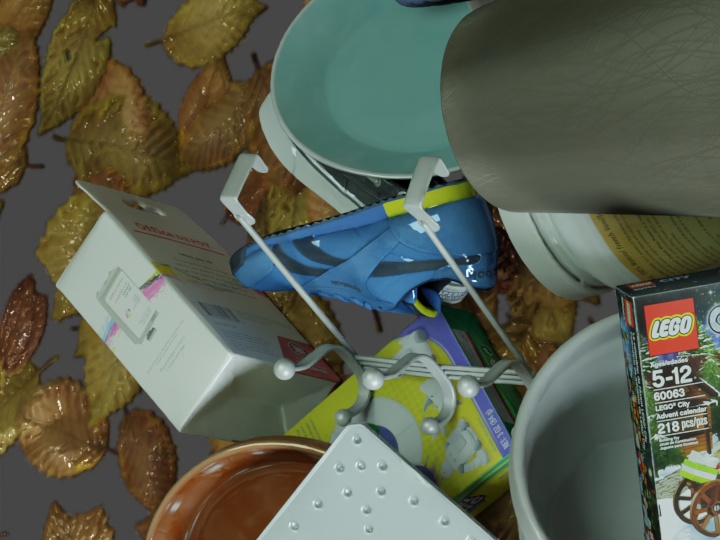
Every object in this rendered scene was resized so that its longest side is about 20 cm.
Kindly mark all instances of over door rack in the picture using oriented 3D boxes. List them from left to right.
[{"bbox_3d":[0.009,0.025,1.448,0.147,0.201,0.067,3,45,36],"label":"over door rack"}]

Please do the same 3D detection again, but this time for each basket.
[{"bbox_3d":[0.152,-0.099,1.276,0.199,0.136,0.182,-11,81,39],"label":"basket"}]

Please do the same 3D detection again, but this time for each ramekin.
[{"bbox_3d":[0.177,0.129,1.354,0.199,0.105,0.201,1,57,-1],"label":"ramekin"}]

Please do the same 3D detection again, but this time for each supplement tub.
[{"bbox_3d":[0.188,-0.071,1.413,0.199,0.144,0.145,-21,68,32],"label":"supplement tub"}]

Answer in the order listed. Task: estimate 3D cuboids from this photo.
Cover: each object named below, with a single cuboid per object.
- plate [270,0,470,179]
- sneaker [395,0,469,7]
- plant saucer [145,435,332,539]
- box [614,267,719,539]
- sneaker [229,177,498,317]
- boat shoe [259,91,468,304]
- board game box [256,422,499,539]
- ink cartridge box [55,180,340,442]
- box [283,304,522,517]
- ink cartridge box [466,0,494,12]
[{"bbox_3d":[0.041,-0.128,1.568,0.199,0.026,0.201,-8,51,9],"label":"plate"},{"bbox_3d":[0.101,-0.202,1.331,0.199,0.074,0.083,-24,92,16],"label":"sneaker"},{"bbox_3d":[-0.040,0.199,1.536,0.199,0.032,0.202,5,104,19],"label":"plant saucer"},{"bbox_3d":[0.237,0.061,1.266,0.038,0.198,0.138,-135,36,-77],"label":"box"},{"bbox_3d":[0.000,0.000,1.525,0.199,0.066,0.079,-14,93,38],"label":"sneaker"},{"bbox_3d":[0.012,-0.066,1.586,0.200,0.071,0.068,49,124,31],"label":"boat shoe"},{"bbox_3d":[0.018,0.222,1.490,0.200,0.026,0.200,41,112,7],"label":"board game box"},{"bbox_3d":[-0.119,0.029,1.645,0.068,0.116,0.200,-54,53,15],"label":"ink cartridge box"},{"bbox_3d":[0.014,0.126,1.566,0.200,0.048,0.118,-43,59,24],"label":"box"},{"bbox_3d":[0.170,-0.188,1.423,0.199,0.144,0.084,-21,94,25],"label":"ink cartridge box"}]
